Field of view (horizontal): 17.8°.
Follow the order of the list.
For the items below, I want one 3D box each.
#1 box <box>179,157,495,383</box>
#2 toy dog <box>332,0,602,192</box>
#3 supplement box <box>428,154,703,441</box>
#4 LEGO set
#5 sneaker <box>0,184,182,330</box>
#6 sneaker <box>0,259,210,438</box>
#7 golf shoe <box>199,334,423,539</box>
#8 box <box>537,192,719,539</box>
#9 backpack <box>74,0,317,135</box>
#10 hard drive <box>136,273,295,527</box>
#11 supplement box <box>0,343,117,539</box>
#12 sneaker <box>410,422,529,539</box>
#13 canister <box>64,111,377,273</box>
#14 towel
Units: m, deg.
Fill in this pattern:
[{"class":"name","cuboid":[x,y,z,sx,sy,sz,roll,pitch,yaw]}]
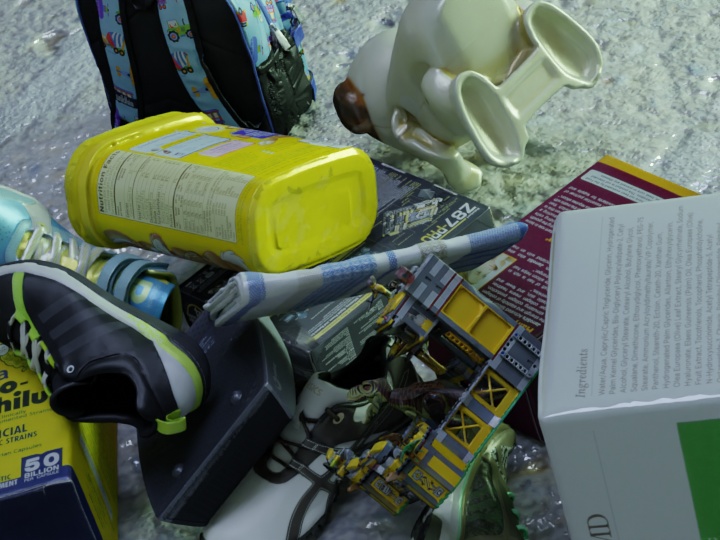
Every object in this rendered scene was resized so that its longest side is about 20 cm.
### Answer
[{"class":"box","cuboid":[-0.017,-0.003,1.756,0.200,0.049,0.161,-39,39,-28]},{"class":"toy dog","cuboid":[0.058,-0.151,1.819,0.140,0.194,0.200,-54,15,-23]},{"class":"supplement box","cuboid":[0.152,0.017,1.629,0.200,0.086,0.110,-36,39,-25]},{"class":"LEGO set","cuboid":[0.027,0.070,1.464,0.154,0.116,0.200,-52,3,-5]},{"class":"sneaker","cuboid":[-0.209,-0.003,1.692,0.130,0.200,0.080,5,66,48]},{"class":"sneaker","cuboid":[-0.194,0.056,1.552,0.199,0.072,0.083,19,42,24]},{"class":"golf shoe","cuboid":[-0.040,0.118,1.569,0.200,0.095,0.077,-39,43,-25]},{"class":"box","cuboid":[0.212,0.088,1.416,0.170,0.200,0.201,-6,37,15]},{"class":"backpack","cuboid":[-0.142,-0.203,1.939,0.181,0.201,0.135,7,42,30]},{"class":"hard drive","cuboid":[-0.101,0.092,1.602,0.135,0.042,0.200,-51,20,11]},{"class":"supplement box","cuboid":[-0.237,0.132,1.615,0.108,0.110,0.201,-14,36,3]},{"class":"sneaker","cuboid":[0.080,0.177,1.485,0.088,0.077,0.200,30,37,0]},{"class":"canister","cuboid":[-0.104,-0.058,1.733,0.199,0.087,0.148,12,25,42]},{"class":"towel","cuboid":[0.000,0.000,1.527,0.198,0.024,0.147,-13,-5,-13]}]
